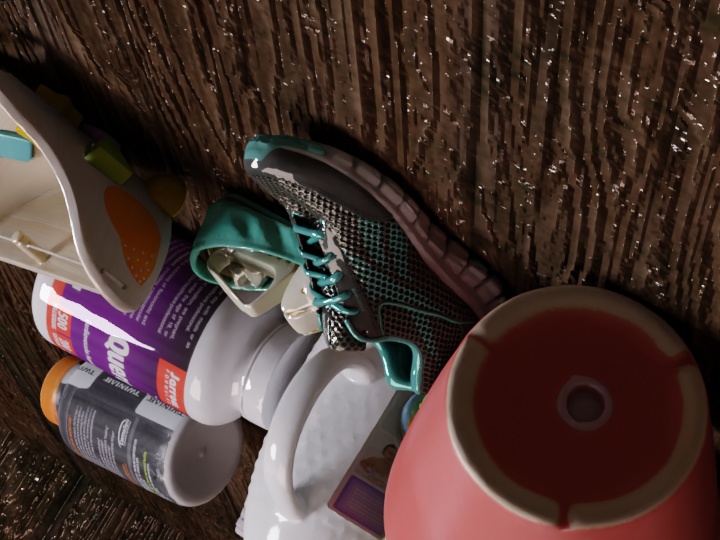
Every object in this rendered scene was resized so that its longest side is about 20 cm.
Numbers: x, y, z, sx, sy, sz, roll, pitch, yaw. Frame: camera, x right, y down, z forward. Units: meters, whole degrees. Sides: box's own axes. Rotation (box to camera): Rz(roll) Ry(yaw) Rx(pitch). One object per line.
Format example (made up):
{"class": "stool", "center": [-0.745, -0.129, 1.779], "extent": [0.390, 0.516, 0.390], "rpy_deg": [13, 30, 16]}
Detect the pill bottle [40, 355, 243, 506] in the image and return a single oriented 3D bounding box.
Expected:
{"class": "pill bottle", "center": [-0.213, 0.142, 2.405], "extent": [0.199, 0.107, 0.106], "rpy_deg": [21, 163, 38]}

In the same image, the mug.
{"class": "mug", "center": [-0.007, 0.126, 1.735], "extent": [0.147, 0.176, 0.200], "rpy_deg": [23, 164, 31]}

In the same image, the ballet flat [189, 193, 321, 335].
{"class": "ballet flat", "center": [-0.037, 0.005, 1.595], "extent": [0.199, 0.071, 0.067], "rpy_deg": [17, 160, 47]}

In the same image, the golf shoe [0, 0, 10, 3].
{"class": "golf shoe", "center": [-0.239, -0.193, 1.374], "extent": [0.199, 0.078, 0.094], "rpy_deg": [28, -176, 25]}

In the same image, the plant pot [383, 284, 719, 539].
{"class": "plant pot", "center": [0.114, 0.109, 1.420], "extent": [0.200, 0.201, 0.178], "rpy_deg": [29, 156, 12]}

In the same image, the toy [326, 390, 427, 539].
{"class": "toy", "center": [0.068, 0.107, 1.579], "extent": [0.115, 0.200, 0.047], "rpy_deg": [30, 131, 3]}

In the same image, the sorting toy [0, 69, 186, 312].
{"class": "sorting toy", "center": [-0.223, -0.081, 1.668], "extent": [0.199, 0.107, 0.180], "rpy_deg": [16, 152, 50]}

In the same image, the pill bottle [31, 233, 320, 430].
{"class": "pill bottle", "center": [-0.130, 0.038, 1.833], "extent": [0.199, 0.113, 0.113], "rpy_deg": [26, 166, 23]}

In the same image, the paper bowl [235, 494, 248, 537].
{"class": "paper bowl", "center": [0.005, 0.207, 2.101], "extent": [0.200, 0.105, 0.201], "rpy_deg": [23, 177, 1]}

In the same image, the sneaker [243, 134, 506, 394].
{"class": "sneaker", "center": [0.000, 0.000, 1.450], "extent": [0.200, 0.092, 0.077], "rpy_deg": [40, 163, -31]}

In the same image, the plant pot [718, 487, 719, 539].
{"class": "plant pot", "center": [0.188, 0.205, 1.603], "extent": [0.183, 0.201, 0.200], "rpy_deg": [43, 166, -1]}
